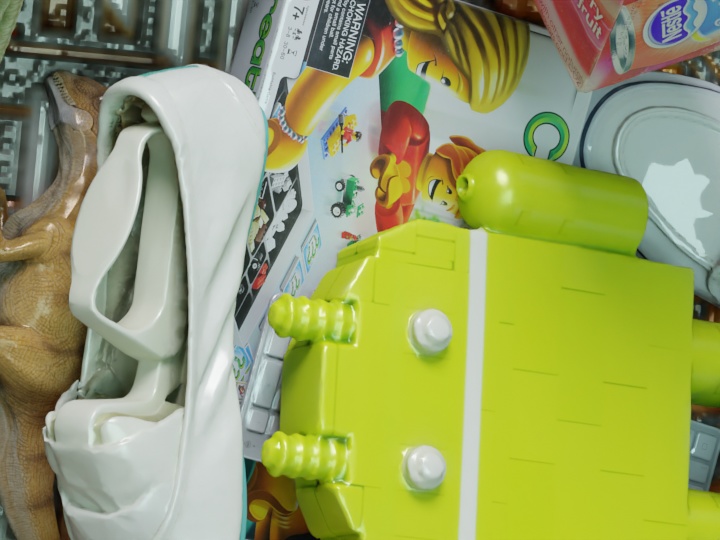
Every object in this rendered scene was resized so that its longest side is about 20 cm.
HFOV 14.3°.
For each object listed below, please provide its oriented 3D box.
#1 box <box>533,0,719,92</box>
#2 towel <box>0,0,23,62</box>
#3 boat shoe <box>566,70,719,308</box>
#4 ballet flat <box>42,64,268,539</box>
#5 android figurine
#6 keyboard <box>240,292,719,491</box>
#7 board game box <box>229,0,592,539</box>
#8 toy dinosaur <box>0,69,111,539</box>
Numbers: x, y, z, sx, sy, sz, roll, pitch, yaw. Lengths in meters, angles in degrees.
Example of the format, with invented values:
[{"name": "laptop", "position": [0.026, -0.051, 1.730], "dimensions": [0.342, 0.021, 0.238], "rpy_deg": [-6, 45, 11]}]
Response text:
[{"name": "box", "position": [0.081, -0.175, 0.930], "dimensions": [0.094, 0.103, 0.201], "rpy_deg": [-18, 71, -16]}, {"name": "towel", "position": [-0.207, -0.090, 0.883], "dimensions": [0.199, 0.149, 0.037], "rpy_deg": [17, 47, -20]}, {"name": "boat shoe", "position": [0.164, -0.010, 1.048], "dimensions": [0.199, 0.067, 0.074], "rpy_deg": [29, 88, -20]}, {"name": "ballet flat", "position": [-0.073, 0.031, 0.934], "dimensions": [0.069, 0.069, 0.201], "rpy_deg": [7, 85, -20]}, {"name": "android figurine", "position": [0.055, 0.051, 0.979], "dimensions": [0.199, 0.041, 0.183], "rpy_deg": [12, 76, -28]}, {"name": "keyboard", "position": [0.045, 0.060, 1.012], "dimensions": [0.199, 0.011, 0.057], "rpy_deg": [18, 91, -31]}, {"name": "board game box", "position": [0.000, 0.000, 1.004], "dimensions": [0.126, 0.035, 0.201], "rpy_deg": [14, 93, -27]}, {"name": "toy dinosaur", "position": [-0.115, 0.034, 0.962], "dimensions": [0.106, 0.060, 0.201], "rpy_deg": [5, 97, -21]}]
